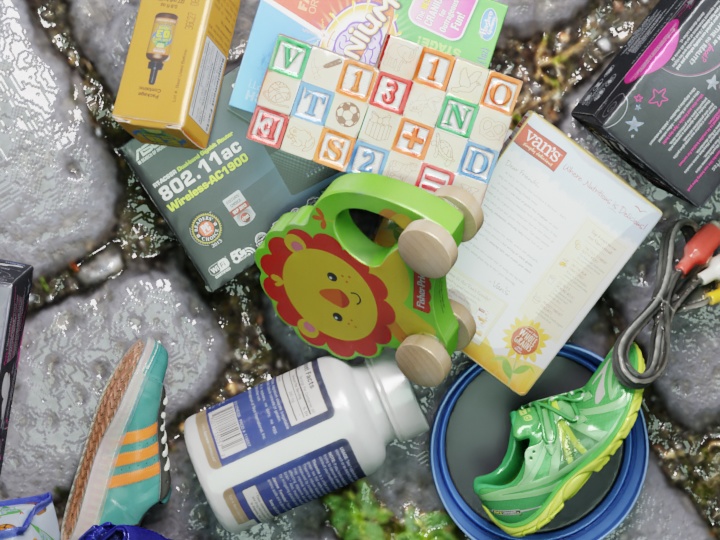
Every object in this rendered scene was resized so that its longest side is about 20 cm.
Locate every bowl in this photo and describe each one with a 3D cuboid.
[{"bbox_3d":[0.160,0.159,1.522,0.198,0.039,0.203,0,98,-2],"label":"bowl"}]

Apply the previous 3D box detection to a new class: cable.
[{"bbox_3d":[0.276,0.018,1.462,0.200,0.050,0.097,-37,89,-38],"label":"cable"}]

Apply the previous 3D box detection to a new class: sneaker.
[{"bbox_3d":[-0.200,0.161,1.499,0.079,0.071,0.202,19,92,-23],"label":"sneaker"},{"bbox_3d":[0.174,0.140,1.463,0.083,0.074,0.201,38,95,-11],"label":"sneaker"}]

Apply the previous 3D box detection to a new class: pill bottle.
[{"bbox_3d":[-0.045,0.141,1.475,0.198,0.111,0.112,-24,98,1],"label":"pill bottle"}]

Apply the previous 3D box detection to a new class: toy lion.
[{"bbox_3d":[0.000,0.000,1.385,0.190,0.069,0.201,21,138,20],"label":"toy lion"}]

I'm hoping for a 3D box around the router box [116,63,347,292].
[{"bbox_3d":[-0.089,-0.099,1.466,0.199,0.062,0.151,-34,96,2],"label":"router box"}]

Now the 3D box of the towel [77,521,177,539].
[{"bbox_3d":[-0.205,0.284,1.459,0.148,0.200,0.050,-47,60,5],"label":"towel"}]

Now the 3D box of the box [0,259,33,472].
[{"bbox_3d":[-0.368,0.089,1.453,0.131,0.115,0.202,10,97,-4],"label":"box"}]

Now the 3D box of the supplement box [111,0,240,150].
[{"bbox_3d":[-0.146,-0.206,1.411,0.066,0.069,0.202,9,76,16],"label":"supplement box"}]

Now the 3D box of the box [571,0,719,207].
[{"bbox_3d":[0.294,-0.171,1.430,0.114,0.132,0.201,38,95,-10],"label":"box"}]

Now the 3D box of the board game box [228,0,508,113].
[{"bbox_3d":[0.006,-0.179,1.404,0.198,0.040,0.155,17,98,-4],"label":"board game box"}]

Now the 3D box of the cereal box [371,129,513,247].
[{"bbox_3d":[0.127,-0.048,1.493,0.198,0.040,0.145,25,97,-6],"label":"cereal box"}]

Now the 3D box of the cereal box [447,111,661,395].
[{"bbox_3d":[0.143,-0.015,1.450,0.143,0.040,0.201,37,96,-5],"label":"cereal box"}]

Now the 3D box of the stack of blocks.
[{"bbox_3d":[0.018,-0.132,1.361,0.198,0.059,0.116,18,98,-4],"label":"stack of blocks"}]

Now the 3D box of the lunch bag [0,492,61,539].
[{"bbox_3d":[-0.362,0.302,1.482,0.198,0.124,0.172,-8,98,11],"label":"lunch bag"}]
